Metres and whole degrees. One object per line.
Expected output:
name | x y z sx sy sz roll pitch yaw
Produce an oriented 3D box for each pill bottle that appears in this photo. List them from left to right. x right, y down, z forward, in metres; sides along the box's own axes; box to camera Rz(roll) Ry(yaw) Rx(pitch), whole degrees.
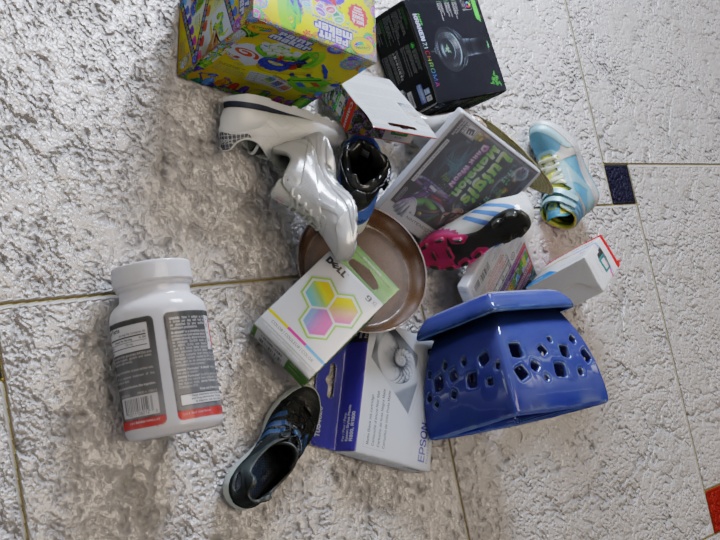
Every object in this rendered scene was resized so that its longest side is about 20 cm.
pill bottle | -0.232 0.093 1.134 0.115 0.116 0.201 -3 79 -41

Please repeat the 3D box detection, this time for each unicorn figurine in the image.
unicorn figurine | 0.112 -0.212 1.518 0.138 0.199 0.074 56 31 -42

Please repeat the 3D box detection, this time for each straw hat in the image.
straw hat | 0.225 -0.164 1.604 0.085 0.201 0.201 -46 112 2

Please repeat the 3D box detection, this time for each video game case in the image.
video game case | 0.151 -0.126 1.490 0.181 0.200 0.023 31 20 -30
video game case | 0.230 0.023 1.573 0.200 0.023 0.183 -58 135 -36

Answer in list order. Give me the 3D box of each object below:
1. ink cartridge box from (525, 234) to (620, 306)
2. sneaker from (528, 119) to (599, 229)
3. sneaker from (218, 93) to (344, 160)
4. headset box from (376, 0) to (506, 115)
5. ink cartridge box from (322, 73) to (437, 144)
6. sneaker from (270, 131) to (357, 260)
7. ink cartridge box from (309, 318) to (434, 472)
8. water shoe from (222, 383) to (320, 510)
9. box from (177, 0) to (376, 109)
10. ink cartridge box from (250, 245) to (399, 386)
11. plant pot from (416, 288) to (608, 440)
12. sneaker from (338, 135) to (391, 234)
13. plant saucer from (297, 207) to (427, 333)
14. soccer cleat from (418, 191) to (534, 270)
ink cartridge box | 0.367 0.006 1.639 0.067 0.116 0.200 59 28 -1
sneaker | 0.350 -0.164 1.731 0.200 0.079 0.131 53 49 -14
sneaker | -0.111 -0.190 1.361 0.199 0.076 0.081 8 85 -35
headset box | 0.134 -0.352 1.592 0.199 0.093 0.175 -17 89 -43
ink cartridge box | 0.023 -0.226 1.400 0.108 0.051 0.200 6 32 -27
sneaker | -0.068 -0.092 1.295 0.099 0.078 0.201 -12 60 -21
ink cartridge box | 0.025 0.173 1.380 0.199 0.041 0.201 21 64 -35
water shoe | -0.094 0.226 1.237 0.072 0.079 0.200 49 52 -19
box | -0.114 -0.324 1.306 0.199 0.192 0.123 12 70 -38
ink cartridge box | -0.041 0.047 1.291 0.104 0.059 0.200 45 70 4
plant pot | 0.207 0.132 1.394 0.199 0.200 0.181 -3 74 -37
sneaker | 0.007 -0.156 1.386 0.076 0.111 0.201 19 46 -5
plant saucer | 0.000 0.000 1.383 0.199 0.032 0.201 9 63 -18
soccer cleat | 0.180 -0.061 1.491 0.070 0.199 0.086 56 31 -22
